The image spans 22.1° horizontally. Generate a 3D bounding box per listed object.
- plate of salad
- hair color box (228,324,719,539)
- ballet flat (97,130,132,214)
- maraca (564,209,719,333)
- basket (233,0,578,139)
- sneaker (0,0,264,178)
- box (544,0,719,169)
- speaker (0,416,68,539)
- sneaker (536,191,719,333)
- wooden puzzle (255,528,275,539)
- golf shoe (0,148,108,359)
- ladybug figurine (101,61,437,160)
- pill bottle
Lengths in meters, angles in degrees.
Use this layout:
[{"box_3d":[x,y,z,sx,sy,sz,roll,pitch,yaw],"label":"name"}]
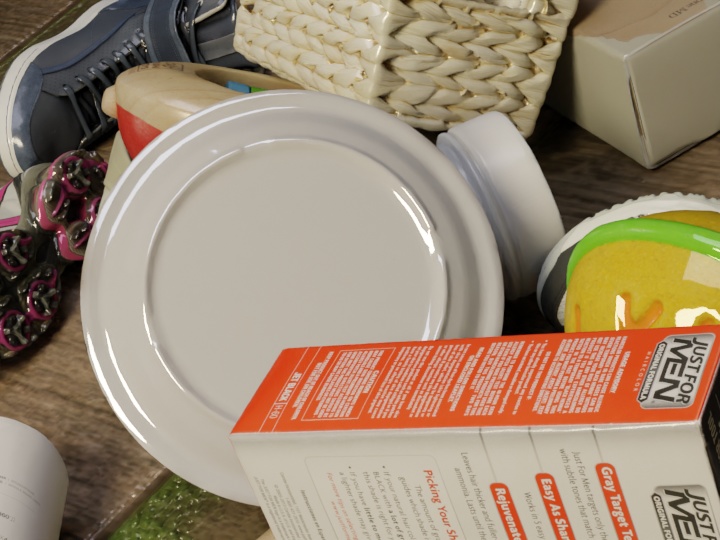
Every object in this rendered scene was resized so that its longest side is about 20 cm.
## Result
[{"box_3d":[-0.032,0.013,0.871,0.198,0.048,0.202,1,75,-4],"label":"plate of salad"},{"box_3d":[0.058,0.083,0.736,0.198,0.102,0.061,-3,34,29],"label":"hair color box"},{"box_3d":[-0.125,-0.022,1.107,0.069,0.070,0.200,-26,34,-9],"label":"ballet flat"},{"box_3d":[0.171,0.043,0.779,0.199,0.138,0.107,24,59,31],"label":"maraca"},{"box_3d":[0.023,-0.162,1.092,0.135,0.124,0.200,5,17,-31],"label":"basket"},{"box_3d":[-0.152,-0.135,1.263,0.145,0.077,0.203,-2,36,30],"label":"sneaker"},{"box_3d":[0.148,-0.146,1.119,0.095,0.078,0.200,-30,34,-15],"label":"box"},{"box_3d":[-0.186,0.158,0.861,0.081,0.082,0.201,-15,34,8],"label":"speaker"},{"box_3d":[0.176,0.014,0.880,0.198,0.076,0.088,-6,36,22],"label":"sneaker"},{"box_3d":[0.038,0.139,0.808,0.185,0.047,0.199,-37,32,-25],"label":"wooden puzzle"},{"box_3d":[-0.223,0.003,1.120,0.092,0.073,0.200,-16,23,33],"label":"golf shoe"},{"box_3d":[-0.054,-0.071,1.074,0.198,0.073,0.136,12,14,-7],"label":"ladybug figurine"},{"box_3d":[0.000,0.000,0.957,0.199,0.114,0.114,-25,33,-6],"label":"pill bottle"}]
